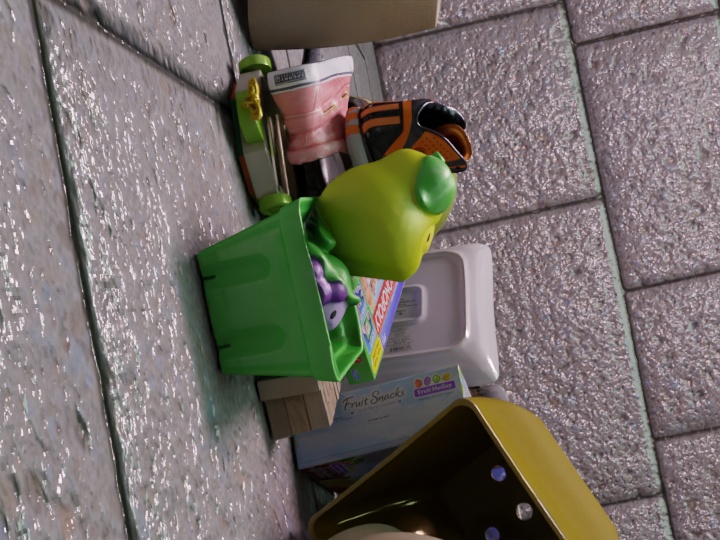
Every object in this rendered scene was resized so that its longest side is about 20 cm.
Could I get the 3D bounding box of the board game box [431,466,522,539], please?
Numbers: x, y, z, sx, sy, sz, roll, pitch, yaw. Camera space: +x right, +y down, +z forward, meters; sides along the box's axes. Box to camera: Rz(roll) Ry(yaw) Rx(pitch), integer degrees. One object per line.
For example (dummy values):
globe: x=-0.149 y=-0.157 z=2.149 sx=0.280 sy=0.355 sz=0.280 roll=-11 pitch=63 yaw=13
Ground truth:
board game box: x=0.076 y=0.276 z=1.233 sx=0.200 sy=0.157 sz=0.098 roll=97 pitch=-16 yaw=-71

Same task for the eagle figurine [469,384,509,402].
eagle figurine: x=0.081 y=0.143 z=1.441 sx=0.200 sy=0.149 sz=0.153 roll=134 pitch=-57 yaw=-74

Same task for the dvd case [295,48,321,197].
dvd case: x=-0.062 y=-0.186 z=1.377 sx=0.202 sy=0.017 sz=0.144 roll=-93 pitch=-169 yaw=-50

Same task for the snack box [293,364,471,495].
snack box: x=0.033 y=0.162 z=1.168 sx=0.200 sy=0.166 sz=0.069 roll=61 pitch=16 yaw=-71

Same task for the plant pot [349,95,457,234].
plant pot: x=0.007 y=-0.140 z=1.549 sx=0.200 sy=0.185 sz=0.190 roll=40 pitch=37 yaw=-59

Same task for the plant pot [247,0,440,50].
plant pot: x=-0.008 y=-0.325 z=1.297 sx=0.187 sy=0.196 sz=0.191 roll=7 pitch=90 yaw=-86

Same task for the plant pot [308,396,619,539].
plant pot: x=0.112 y=0.231 z=1.030 sx=0.201 sy=0.200 sz=0.176 roll=55 pitch=25 yaw=14

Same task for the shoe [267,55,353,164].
shoe: x=-0.043 y=-0.159 z=1.178 sx=0.200 sy=0.070 sz=0.093 roll=-54 pitch=133 yaw=-75

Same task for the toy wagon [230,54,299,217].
toy wagon: x=-0.092 y=-0.126 z=1.146 sx=0.200 sy=0.039 sz=0.158 roll=57 pitch=22 yaw=-72

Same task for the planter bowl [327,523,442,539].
planter bowl: x=0.021 y=0.276 z=0.889 sx=0.135 sy=0.198 sz=0.202 roll=44 pitch=-24 yaw=51

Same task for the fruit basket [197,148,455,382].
fruit basket: x=-0.012 y=-0.004 z=0.936 sx=0.216 sy=0.212 sz=0.158 roll=-33 pitch=111 yaw=-83

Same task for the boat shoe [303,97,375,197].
boat shoe: x=-0.034 y=-0.093 z=1.294 sx=0.065 sy=0.072 sz=0.203 roll=2 pitch=103 yaw=-67

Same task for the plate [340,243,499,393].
plate: x=0.045 y=0.048 z=1.273 sx=0.202 sy=0.196 sz=0.033 roll=-87 pitch=165 yaw=-45

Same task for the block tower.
block tower: x=-0.048 y=0.093 z=1.082 sx=0.200 sy=0.053 sz=0.059 roll=-66 pitch=143 yaw=-78

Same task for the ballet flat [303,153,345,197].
ballet flat: x=-0.043 y=-0.064 z=1.222 sx=0.066 sy=0.056 sz=0.204 roll=16 pitch=65 yaw=-64

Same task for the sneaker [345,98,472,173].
sneaker: x=0.060 y=-0.092 z=1.177 sx=0.201 sy=0.110 sz=0.079 roll=64 pitch=21 yaw=-55

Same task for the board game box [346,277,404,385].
board game box: x=0.000 y=0.000 z=1.173 sx=0.201 sy=0.029 sz=0.136 roll=-70 pitch=145 yaw=-60
